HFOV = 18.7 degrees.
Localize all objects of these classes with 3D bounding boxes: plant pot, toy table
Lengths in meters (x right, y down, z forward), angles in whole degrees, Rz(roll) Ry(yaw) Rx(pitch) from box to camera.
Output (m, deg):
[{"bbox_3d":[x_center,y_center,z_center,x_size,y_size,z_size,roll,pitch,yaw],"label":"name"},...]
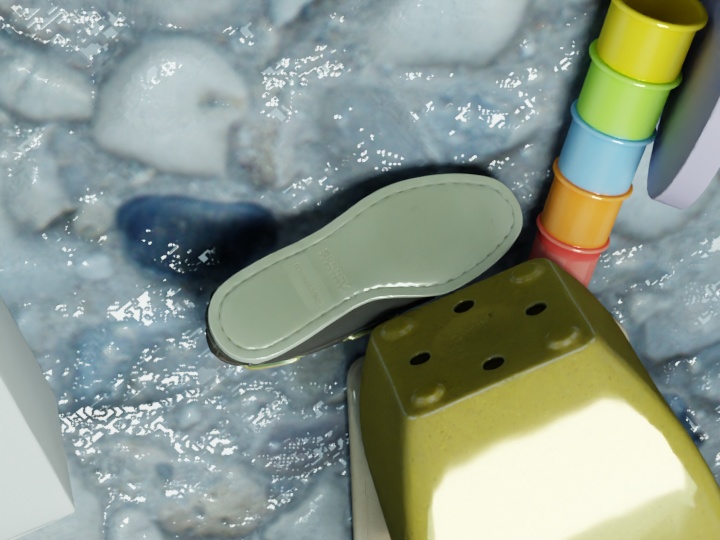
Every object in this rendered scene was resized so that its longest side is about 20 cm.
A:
[{"bbox_3d":[0.100,0.114,1.267,0.195,0.194,0.201,-22,118,-1],"label":"plant pot"},{"bbox_3d":[0.253,-0.115,1.231,0.117,0.184,0.200,17,126,-6],"label":"toy table"}]

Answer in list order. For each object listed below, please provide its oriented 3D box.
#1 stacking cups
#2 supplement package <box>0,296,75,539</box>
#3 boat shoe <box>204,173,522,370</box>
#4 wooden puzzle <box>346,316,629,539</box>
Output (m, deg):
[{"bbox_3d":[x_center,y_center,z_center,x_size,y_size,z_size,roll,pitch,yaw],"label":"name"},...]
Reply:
[{"bbox_3d":[0.148,-0.072,1.290,0.060,0.061,0.201,3,124,-17],"label":"stacking cups"},{"bbox_3d":[-0.254,0.055,1.222,0.117,0.117,0.200,-23,125,0],"label":"supplement package"},{"bbox_3d":[0.000,0.000,1.293,0.201,0.072,0.061,-23,171,-14],"label":"boat shoe"},{"bbox_3d":[0.086,0.134,1.412,0.184,0.046,0.201,-10,124,-9],"label":"wooden puzzle"}]
